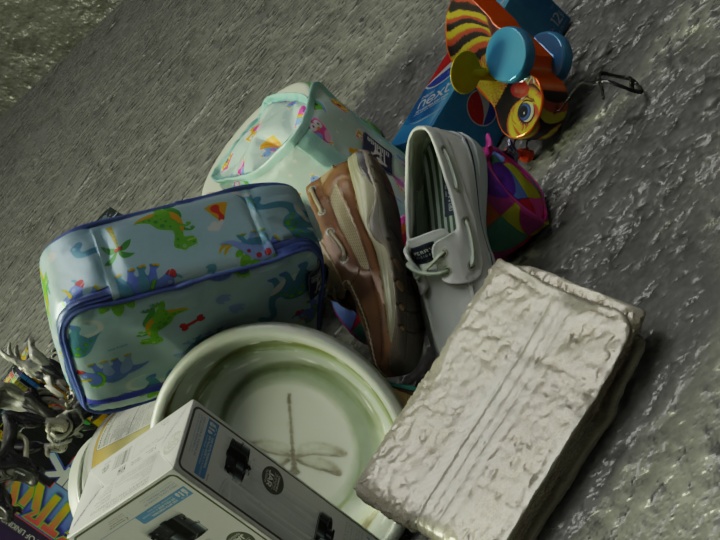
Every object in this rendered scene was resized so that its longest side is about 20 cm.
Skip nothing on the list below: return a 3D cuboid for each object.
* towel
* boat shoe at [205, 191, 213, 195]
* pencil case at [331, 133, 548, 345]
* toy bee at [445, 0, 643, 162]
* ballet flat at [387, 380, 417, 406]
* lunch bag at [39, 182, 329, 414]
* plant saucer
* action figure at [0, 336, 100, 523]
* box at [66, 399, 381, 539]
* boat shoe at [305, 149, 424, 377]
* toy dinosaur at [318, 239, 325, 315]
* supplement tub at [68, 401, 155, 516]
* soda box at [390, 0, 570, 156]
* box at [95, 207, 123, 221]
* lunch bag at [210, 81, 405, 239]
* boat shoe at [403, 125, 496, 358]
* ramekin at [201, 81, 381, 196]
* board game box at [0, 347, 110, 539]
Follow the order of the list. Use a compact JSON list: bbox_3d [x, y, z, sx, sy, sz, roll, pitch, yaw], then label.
[{"bbox_3d":[0.093,0.091,0.967,0.132,0.034,0.200,24,76,43],"label":"towel"},{"bbox_3d":[-0.127,-0.029,1.343,0.069,0.074,0.200,-38,12,-14],"label":"boat shoe"},{"bbox_3d":[0.061,-0.022,1.204,0.200,0.088,0.088,-41,24,25],"label":"pencil case"},{"bbox_3d":[0.130,-0.152,1.252,0.109,0.131,0.200,-68,27,22],"label":"toy bee"},{"bbox_3d":[0.008,0.109,1.128,0.063,0.068,0.200,-67,23,-5],"label":"ballet flat"},{"bbox_3d":[-0.124,0.023,1.072,0.161,0.199,0.083,98,153,-56],"label":"lunch bag"},{"bbox_3d":[-0.051,0.128,1.061,0.200,0.200,0.050,-41,1,21],"label":"plant saucer"},{"bbox_3d":[-0.264,0.107,1.231,0.200,0.102,0.119,-56,-5,-44],"label":"action figure"},{"bbox_3d":[-0.079,0.186,0.988,0.117,0.200,0.060,-34,29,31],"label":"box"},{"bbox_3d":[0.000,0.000,1.137,0.072,0.076,0.200,-20,51,11],"label":"boat shoe"},{"bbox_3d":[-0.059,0.036,1.228,0.200,0.077,0.103,48,134,44],"label":"toy dinosaur"},{"bbox_3d":[-0.136,0.161,1.209,0.200,0.144,0.145,-28,30,43],"label":"supplement tub"},{"bbox_3d":[0.111,-0.174,1.370,0.064,0.068,0.200,-7,48,59],"label":"soda box"},{"bbox_3d":[-0.170,0.041,1.389,0.086,0.200,0.164,-52,22,-5],"label":"box"},{"bbox_3d":[-0.023,-0.076,1.330,0.122,0.170,0.200,-55,17,-12],"label":"lunch bag"},{"bbox_3d":[0.059,-0.012,1.103,0.073,0.067,0.201,-23,64,37],"label":"boat shoe"},{"bbox_3d":[-0.079,-0.106,1.584,0.200,0.098,0.200,-40,24,22],"label":"ramekin"},{"bbox_3d":[-0.273,0.195,1.340,0.165,0.200,0.057,-52,20,-5],"label":"board game box"}]
